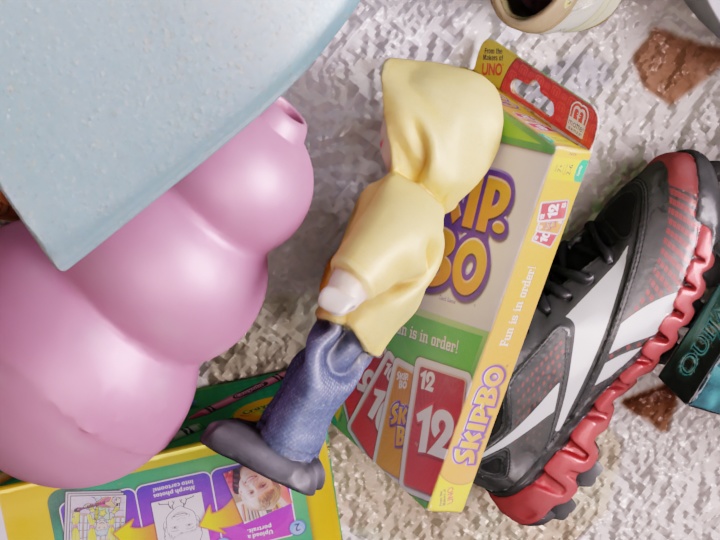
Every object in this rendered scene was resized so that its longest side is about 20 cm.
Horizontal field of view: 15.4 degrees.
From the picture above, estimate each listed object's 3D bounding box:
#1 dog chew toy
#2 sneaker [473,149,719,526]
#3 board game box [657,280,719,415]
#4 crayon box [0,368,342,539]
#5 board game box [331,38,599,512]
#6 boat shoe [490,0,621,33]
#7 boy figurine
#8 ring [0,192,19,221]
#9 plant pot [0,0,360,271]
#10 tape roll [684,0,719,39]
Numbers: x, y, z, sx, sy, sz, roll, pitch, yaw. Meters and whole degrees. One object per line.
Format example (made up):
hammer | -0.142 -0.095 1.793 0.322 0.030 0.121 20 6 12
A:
dog chew toy | -0.099 0.000 1.169 0.124 0.125 0.200 37 104 -24
sneaker | 0.096 0.023 1.257 0.098 0.071 0.201 25 106 -24
board game box | 0.248 0.024 1.278 0.200 0.028 0.136 18 109 -41
crayon box | -0.108 0.129 1.261 0.199 0.058 0.119 -12 115 -8
board game box | 0.045 0.000 1.222 0.030 0.095 0.201 7 111 -38
boat shoe | 0.102 -0.194 1.157 0.074 0.066 0.201 19 112 22
boy figurine | 0.000 0.000 1.174 0.064 0.124 0.201 25 94 4
ring | -0.136 -0.112 1.176 0.199 0.019 0.201 -5 113 -12
plant pot | -0.094 -0.158 1.046 0.200 0.196 0.197 -31 114 2
tape roll | 0.235 -0.175 1.210 0.199 0.066 0.201 -4 113 -10
